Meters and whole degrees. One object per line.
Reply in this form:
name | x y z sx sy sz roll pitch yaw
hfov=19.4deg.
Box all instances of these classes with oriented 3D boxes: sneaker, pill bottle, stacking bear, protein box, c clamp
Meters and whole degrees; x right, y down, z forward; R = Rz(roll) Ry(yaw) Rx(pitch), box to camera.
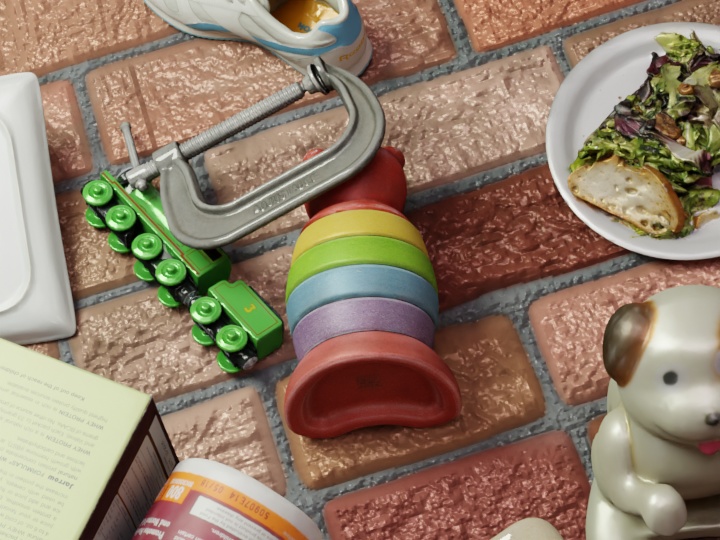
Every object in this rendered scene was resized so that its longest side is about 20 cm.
sneaker | -0.084 -0.212 1.600 0.200 0.081 0.077 22 69 17
pill bottle | -0.118 0.232 1.360 0.114 0.114 0.200 24 68 17
stacking bear | 0.000 0.000 1.473 0.121 0.114 0.200 -6 58 3
protein box | -0.256 0.161 1.399 0.198 0.135 0.200 19 66 14
c clamp | -0.080 -0.094 1.508 0.200 0.027 0.171 -24 44 10

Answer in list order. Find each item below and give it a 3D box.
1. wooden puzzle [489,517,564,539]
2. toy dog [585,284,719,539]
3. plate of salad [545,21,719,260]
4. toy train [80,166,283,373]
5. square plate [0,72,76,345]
wooden puzzle | 0.071 0.257 1.325 0.200 0.046 0.185 -30 43 -4
toy dog | 0.218 0.084 1.350 0.139 0.200 0.194 3 64 7
plate of salad | 0.234 -0.101 1.527 0.200 0.048 0.200 -3 63 5
toy train | -0.129 -0.005 1.524 0.056 0.042 0.200 -33 64 -22
square plate | -0.319 -0.034 1.526 0.200 0.028 0.198 -9 85 -1
